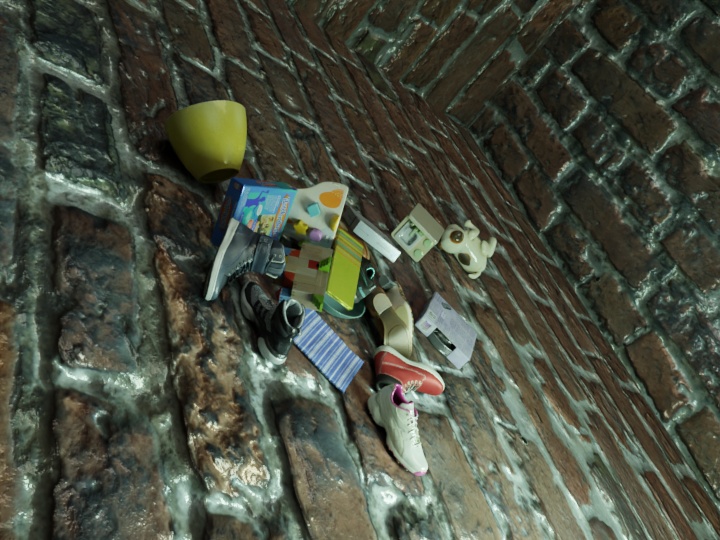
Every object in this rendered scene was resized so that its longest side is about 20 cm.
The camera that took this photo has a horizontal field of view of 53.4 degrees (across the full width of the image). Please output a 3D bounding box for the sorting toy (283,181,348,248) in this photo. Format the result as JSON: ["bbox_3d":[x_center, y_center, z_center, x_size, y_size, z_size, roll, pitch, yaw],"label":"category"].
[{"bbox_3d":[-0.142,-0.127,1.755,0.176,0.202,0.108,17,44,-3],"label":"sorting toy"}]

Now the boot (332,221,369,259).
[{"bbox_3d":[-0.072,-0.081,1.922,0.153,0.074,0.200,17,25,-49],"label":"boot"}]

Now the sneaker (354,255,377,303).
[{"bbox_3d":[0.000,0.000,1.799,0.076,0.078,0.203,54,17,-38],"label":"sneaker"}]

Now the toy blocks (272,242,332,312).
[{"bbox_3d":[-0.140,0.008,1.630,0.133,0.101,0.203,11,44,-4],"label":"toy blocks"}]

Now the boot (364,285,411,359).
[{"bbox_3d":[0.059,0.129,1.820,0.203,0.076,0.155,61,-7,-13],"label":"boot"}]

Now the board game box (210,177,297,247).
[{"bbox_3d":[-0.238,-0.126,1.623,0.044,0.155,0.198,30,16,26],"label":"board game box"}]

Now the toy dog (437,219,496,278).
[{"bbox_3d":[0.363,-0.083,2.570,0.198,0.138,0.198,32,64,-28],"label":"toy dog"}]

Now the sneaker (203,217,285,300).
[{"bbox_3d":[-0.232,-0.004,1.467,0.143,0.077,0.206,25,50,-11],"label":"sneaker"}]

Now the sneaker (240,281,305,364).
[{"bbox_3d":[-0.173,0.081,1.459,0.075,0.114,0.203,16,38,-47],"label":"sneaker"}]

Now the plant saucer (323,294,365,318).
[{"bbox_3d":[-0.073,0.046,1.765,0.198,0.036,0.202,36,27,-21],"label":"plant saucer"}]

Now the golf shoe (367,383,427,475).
[{"bbox_3d":[0.092,0.335,1.524,0.075,0.091,0.202,2,50,-58],"label":"golf shoe"}]

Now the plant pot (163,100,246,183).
[{"bbox_3d":[-0.352,-0.290,1.689,0.198,0.196,0.146,-4,77,-58],"label":"plant pot"}]

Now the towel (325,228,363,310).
[{"bbox_3d":[-0.039,-0.005,1.707,0.085,0.018,0.203,36,43,-27],"label":"towel"}]

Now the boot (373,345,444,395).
[{"bbox_3d":[0.115,0.276,1.680,0.197,0.073,0.146,28,29,-17],"label":"boot"}]

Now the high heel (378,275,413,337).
[{"bbox_3d":[0.111,0.114,1.938,0.142,0.070,0.204,40,28,-71],"label":"high heel"}]

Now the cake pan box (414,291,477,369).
[{"bbox_3d":[0.251,0.172,2.072,0.184,0.052,0.200,43,24,-2],"label":"cake pan box"}]

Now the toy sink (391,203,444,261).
[{"bbox_3d":[0.183,-0.119,2.333,0.130,0.112,0.200,44,20,-2],"label":"toy sink"}]

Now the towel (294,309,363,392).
[{"bbox_3d":[-0.082,0.164,1.586,0.200,0.024,0.145,46,25,0],"label":"towel"}]

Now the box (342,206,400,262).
[{"bbox_3d":[0.029,-0.108,2.085,0.155,0.041,0.200,37,8,-19],"label":"box"}]
